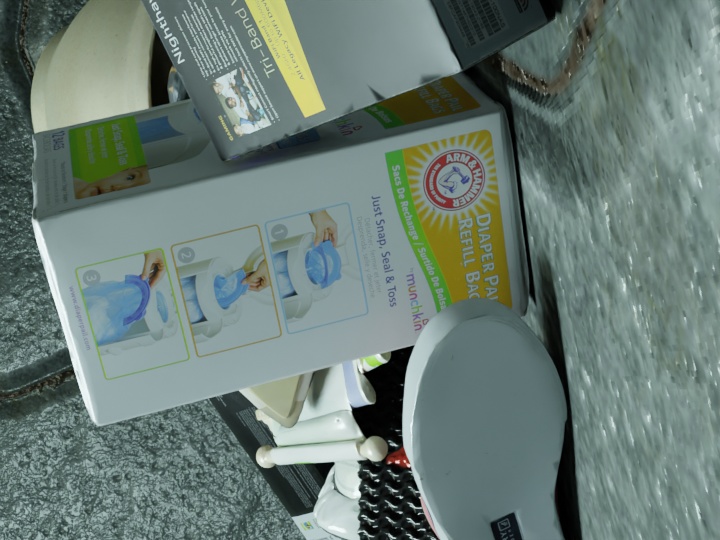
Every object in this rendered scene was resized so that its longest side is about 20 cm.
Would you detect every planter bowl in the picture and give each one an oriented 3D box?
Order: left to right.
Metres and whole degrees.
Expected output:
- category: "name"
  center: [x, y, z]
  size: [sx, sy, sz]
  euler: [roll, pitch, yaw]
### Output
- category: "planter bowl"
  center: [-0.120, -0.105, 0.873]
  size: [0.200, 0.135, 0.200]
  euler: [-2, -88, -58]

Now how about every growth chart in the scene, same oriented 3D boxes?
- category: "growth chart"
  center: [-0.029, 0.015, 0.760]
  size: [0.145, 0.018, 0.200]
  euler: [-5, 91, 54]

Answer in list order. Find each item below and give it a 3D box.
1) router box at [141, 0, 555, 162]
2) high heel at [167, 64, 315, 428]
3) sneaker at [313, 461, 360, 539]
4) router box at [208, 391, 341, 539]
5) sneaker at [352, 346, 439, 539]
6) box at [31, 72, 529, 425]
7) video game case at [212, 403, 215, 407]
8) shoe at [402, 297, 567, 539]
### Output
- category: "router box"
  center: [-0.037, -0.150, 0.490]
  size: [0.157, 0.052, 0.200]
  euler: [-11, 108, 54]
- category: "high heel"
  center: [-0.059, -0.025, 0.760]
  size: [0.143, 0.071, 0.200]
  euler: [-94, -9, -65]
- category: "sneaker"
  center: [0.012, 0.104, 0.902]
  size: [0.200, 0.075, 0.081]
  euler: [-98, 20, -73]
- category: "router box"
  center: [-0.023, 0.110, 1.026]
  size: [0.200, 0.051, 0.149]
  euler: [57, -146, -17]
- category: "sneaker"
  center: [0.046, 0.096, 0.779]
  size: [0.093, 0.070, 0.200]
  euler: [21, -113, -58]
- category: "box"
  center: [-0.038, -0.022, 0.622]
  size: [0.113, 0.200, 0.101]
  euler: [-118, 16, -63]
- category: "video game case"
  center: [-0.045, 0.025, 1.103]
  size: [0.182, 0.022, 0.200]
  euler: [17, -116, -44]
- category: "shoe"
  center: [0.053, 0.084, 0.639]
  size: [0.091, 0.071, 0.200]
  euler: [-120, 12, -58]
